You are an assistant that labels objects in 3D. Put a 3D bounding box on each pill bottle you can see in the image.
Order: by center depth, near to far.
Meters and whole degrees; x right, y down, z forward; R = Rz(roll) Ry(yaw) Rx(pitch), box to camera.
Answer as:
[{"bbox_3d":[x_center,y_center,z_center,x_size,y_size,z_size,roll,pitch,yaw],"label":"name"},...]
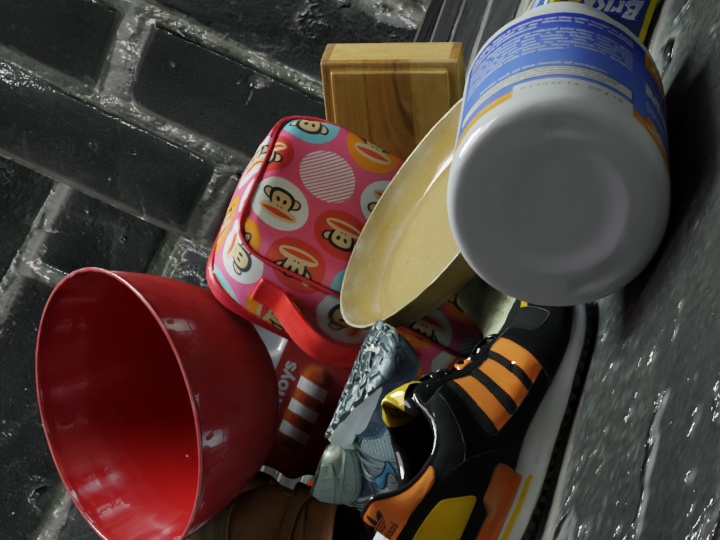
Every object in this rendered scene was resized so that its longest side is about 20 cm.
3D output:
[{"bbox_3d":[0.106,-0.072,1.107,0.200,0.111,0.113,-74,9,-64],"label":"pill bottle"}]

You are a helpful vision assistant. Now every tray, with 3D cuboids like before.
[{"bbox_3d":[0.030,-0.065,1.532,0.037,0.098,0.202,-72,-20,-59],"label":"tray"}]

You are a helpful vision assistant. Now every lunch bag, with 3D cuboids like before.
[{"bbox_3d":[0.000,0.000,1.445,0.082,0.199,0.177,-55,11,43],"label":"lunch bag"}]

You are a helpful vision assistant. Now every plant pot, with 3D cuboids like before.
[{"bbox_3d":[0.059,-0.042,1.329,0.200,0.027,0.201,-48,18,21],"label":"plant pot"}]

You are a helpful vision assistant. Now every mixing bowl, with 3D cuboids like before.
[{"bbox_3d":[-0.126,0.088,1.454,0.108,0.201,0.201,-13,-35,-37],"label":"mixing bowl"}]

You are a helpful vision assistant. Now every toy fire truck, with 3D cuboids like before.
[{"bbox_3d":[-0.054,0.138,1.552,0.112,0.167,0.201,-116,50,-85],"label":"toy fire truck"}]

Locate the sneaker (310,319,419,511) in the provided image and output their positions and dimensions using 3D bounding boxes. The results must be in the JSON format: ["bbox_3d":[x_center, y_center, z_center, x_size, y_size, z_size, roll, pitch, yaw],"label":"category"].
[{"bbox_3d":[0.027,0.097,1.299,0.200,0.086,0.078,102,-170,-65],"label":"sneaker"}]

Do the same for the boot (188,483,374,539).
[{"bbox_3d":[-0.039,0.245,1.451,0.154,0.076,0.202,-9,87,45],"label":"boot"}]

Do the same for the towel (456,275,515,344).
[{"bbox_3d":[0.108,-0.024,1.315,0.200,0.036,0.149,-110,45,-84],"label":"towel"}]

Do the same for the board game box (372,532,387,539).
[{"bbox_3d":[0.021,0.194,1.184,0.200,0.041,0.201,-75,9,-63],"label":"board game box"}]

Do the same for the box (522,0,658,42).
[{"bbox_3d":[0.129,-0.133,1.406,0.200,0.070,0.065,123,170,-65],"label":"box"}]

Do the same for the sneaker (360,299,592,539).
[{"bbox_3d":[0.058,0.066,1.088,0.070,0.089,0.201,119,173,-48],"label":"sneaker"}]
